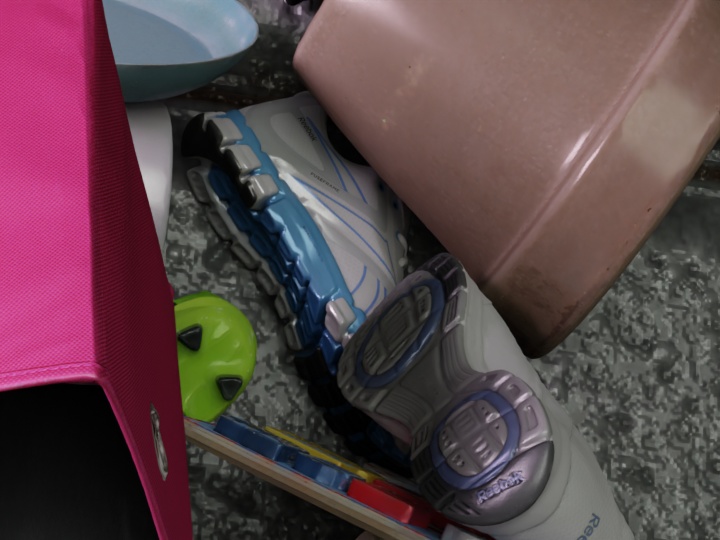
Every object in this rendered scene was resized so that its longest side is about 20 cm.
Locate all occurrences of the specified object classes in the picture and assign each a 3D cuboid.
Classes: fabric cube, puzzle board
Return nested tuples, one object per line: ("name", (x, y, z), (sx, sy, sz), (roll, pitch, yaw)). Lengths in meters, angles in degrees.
("fabric cube", (-0.172, 0.037, 0.850), (0.198, 0.197, 0.200), (-8, 48, 1))
("puzzle board", (0.034, 0.107, 0.962), (0.199, 0.150, 0.018), (24, 91, 30))

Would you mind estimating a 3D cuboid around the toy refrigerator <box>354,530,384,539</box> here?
("toy refrigerator", (0.064, 0.179, 0.988), (0.199, 0.076, 0.070), (22, 37, -33))

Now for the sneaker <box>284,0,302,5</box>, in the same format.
("sneaker", (0.048, -0.153, 1.136), (0.198, 0.074, 0.081), (9, 86, -9))

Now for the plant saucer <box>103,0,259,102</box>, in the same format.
("plant saucer", (-0.145, -0.115, 1.018), (0.198, 0.200, 0.028), (7, 112, -14))

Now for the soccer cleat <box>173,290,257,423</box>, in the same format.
("soccer cleat", (-0.133, 0.077, 1.013), (0.199, 0.081, 0.068), (-32, 104, -1))

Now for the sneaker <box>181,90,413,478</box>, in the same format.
("sneaker", (0.000, 0.000, 1.070), (0.086, 0.075, 0.201), (-25, 83, -27))

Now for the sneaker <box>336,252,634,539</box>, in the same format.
("sneaker", (0.050, 0.064, 0.951), (0.074, 0.200, 0.087), (-42, 120, 10))

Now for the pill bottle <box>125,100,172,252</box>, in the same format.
("pill bottle", (-0.189, -0.039, 1.000), (0.198, 0.116, 0.117), (6, 73, -15))

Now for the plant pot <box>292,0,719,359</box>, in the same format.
("plant pot", (0.067, -0.087, 1.038), (0.174, 0.200, 0.201), (34, 68, -1))
